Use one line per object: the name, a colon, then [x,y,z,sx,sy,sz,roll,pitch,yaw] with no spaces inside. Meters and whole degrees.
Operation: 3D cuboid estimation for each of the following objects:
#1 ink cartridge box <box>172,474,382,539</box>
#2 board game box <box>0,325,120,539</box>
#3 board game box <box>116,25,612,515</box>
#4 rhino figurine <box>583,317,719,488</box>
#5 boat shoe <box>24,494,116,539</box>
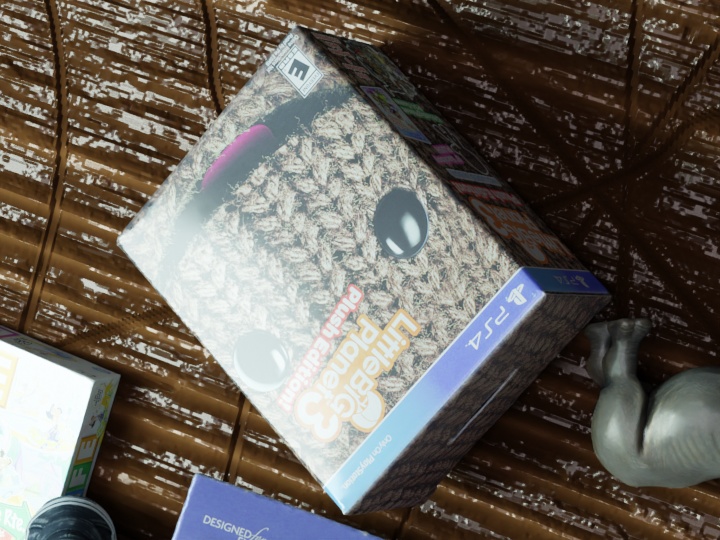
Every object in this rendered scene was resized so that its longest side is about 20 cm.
ink cartridge box: [-0.032,0.237,1.229,0.197,0.047,0.201,19,102,-1]
board game box: [-0.250,0.091,1.355,0.199,0.034,0.135,20,100,20]
board game box: [0.000,0.000,1.205,0.200,0.097,0.160,47,108,20]
rhino figurine: [0.204,0.067,1.155,0.199,0.060,0.088,-2,86,25]
boat shoe: [-0.165,0.233,1.281,0.070,0.091,0.201,-2,101,-3]
